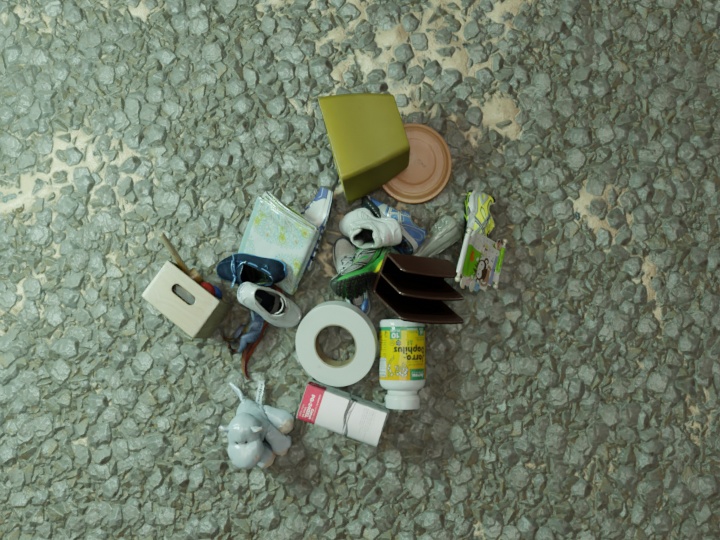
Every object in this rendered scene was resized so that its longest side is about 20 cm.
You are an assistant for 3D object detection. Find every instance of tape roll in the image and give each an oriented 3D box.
[{"bbox_3d":[-0.057,0.174,1.516,0.197,0.037,0.209,3,105,11],"label":"tape roll"}]

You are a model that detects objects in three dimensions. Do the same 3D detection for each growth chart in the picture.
[{"bbox_3d":[0.287,-0.020,1.520,0.017,0.198,0.149,7,86,41],"label":"growth chart"}]

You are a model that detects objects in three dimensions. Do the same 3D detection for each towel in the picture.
[{"bbox_3d":[-0.196,-0.064,1.516,0.169,0.048,0.203,34,122,13],"label":"towel"}]

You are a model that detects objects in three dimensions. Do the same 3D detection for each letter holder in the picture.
[{"bbox_3d":[0.151,0.045,1.457,0.196,0.142,0.103,6,116,-35],"label":"letter holder"}]

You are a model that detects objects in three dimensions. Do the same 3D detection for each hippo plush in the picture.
[{"bbox_3d":[-0.234,0.365,1.463,0.155,0.161,0.206,-2,89,-1],"label":"hippo plush"}]

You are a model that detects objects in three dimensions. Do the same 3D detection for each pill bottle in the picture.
[{"bbox_3d":[0.099,0.220,1.510,0.109,0.113,0.206,0,84,0],"label":"pill bottle"}]

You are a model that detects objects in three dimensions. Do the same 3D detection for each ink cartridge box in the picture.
[{"bbox_3d":[-0.040,0.328,1.482,0.195,0.145,0.085,20,84,2],"label":"ink cartridge box"}]

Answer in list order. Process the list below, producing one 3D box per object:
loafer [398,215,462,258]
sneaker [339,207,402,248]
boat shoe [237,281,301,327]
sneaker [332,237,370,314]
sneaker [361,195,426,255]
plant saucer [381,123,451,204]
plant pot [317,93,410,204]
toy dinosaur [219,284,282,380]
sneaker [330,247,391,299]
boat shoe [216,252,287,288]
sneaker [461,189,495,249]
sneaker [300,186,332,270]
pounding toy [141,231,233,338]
[{"bbox_3d":[0.165,-0.049,1.557,0.198,0.070,0.070,-37,121,1],"label":"loafer"},{"bbox_3d":[0.002,-0.095,1.507,0.098,0.198,0.080,-21,111,-36],"label":"sneaker"},{"bbox_3d":[-0.198,0.087,1.487,0.064,0.198,0.075,8,77,42],"label":"boat shoe"},{"bbox_3d":[-0.017,0.014,1.544,0.075,0.085,0.205,-17,84,-2],"label":"sneaker"},{"bbox_3d":[0.078,-0.116,1.555,0.076,0.077,0.200,-33,63,-25],"label":"sneaker"},{"bbox_3d":[0.132,-0.269,1.600,0.194,0.032,0.206,0,85,-1],"label":"plant saucer"},{"bbox_3d":[0.017,-0.301,1.508,0.172,0.200,0.205,-17,80,0],"label":"plant pot"},{"bbox_3d":[-0.253,0.125,1.556,0.179,0.105,0.203,-31,119,-13],"label":"toy dinosaur"},{"bbox_3d":[0.000,0.000,1.482,0.085,0.079,0.198,40,44,24],"label":"sneaker"},{"bbox_3d":[-0.269,-0.001,1.513,0.196,0.069,0.086,-5,112,30],"label":"boat shoe"},{"bbox_3d":[0.289,-0.095,1.562,0.074,0.075,0.206,6,86,1],"label":"sneaker"},{"bbox_3d":[-0.140,-0.115,1.558,0.112,0.081,0.204,19,86,-1],"label":"sneaker"},{"bbox_3d":[-0.406,0.040,1.489,0.198,0.184,0.143,37,85,3],"label":"pounding toy"}]
